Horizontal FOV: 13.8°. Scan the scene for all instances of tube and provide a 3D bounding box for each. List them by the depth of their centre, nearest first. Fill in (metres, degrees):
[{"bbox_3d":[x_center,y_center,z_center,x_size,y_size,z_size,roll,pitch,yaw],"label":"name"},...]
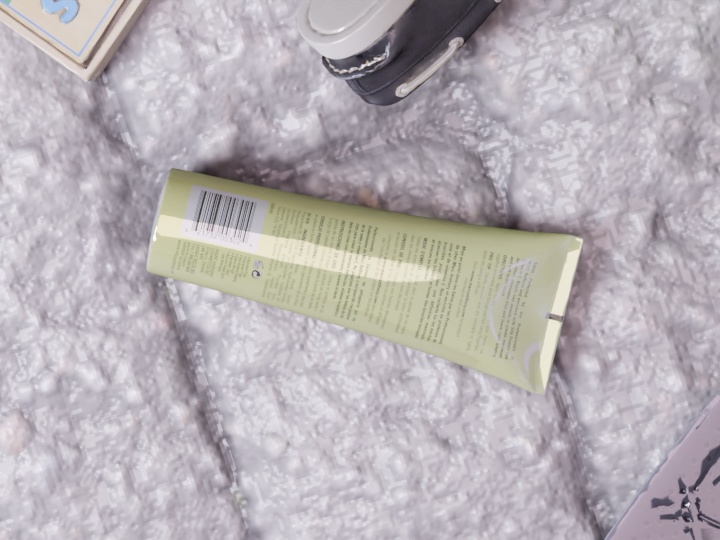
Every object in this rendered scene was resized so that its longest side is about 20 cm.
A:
[{"bbox_3d":[0.000,0.000,1.402,0.199,0.052,0.058,13,140,1],"label":"tube"}]

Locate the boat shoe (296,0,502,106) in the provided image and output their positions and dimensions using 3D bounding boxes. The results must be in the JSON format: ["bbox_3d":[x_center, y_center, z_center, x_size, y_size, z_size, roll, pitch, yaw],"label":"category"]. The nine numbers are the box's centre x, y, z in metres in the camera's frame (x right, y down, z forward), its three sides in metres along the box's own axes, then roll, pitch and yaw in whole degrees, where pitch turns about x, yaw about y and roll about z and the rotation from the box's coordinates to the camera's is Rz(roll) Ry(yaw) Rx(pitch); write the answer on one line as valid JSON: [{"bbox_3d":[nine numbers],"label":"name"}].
[{"bbox_3d":[0.058,-0.159,1.366,0.200,0.074,0.060,-48,132,-6],"label":"boat shoe"}]

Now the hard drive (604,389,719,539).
[{"bbox_3d":[0.192,0.131,1.398,0.135,0.042,0.200,36,99,0],"label":"hard drive"}]

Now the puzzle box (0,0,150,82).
[{"bbox_3d":[-0.125,-0.206,1.397,0.133,0.025,0.201,34,99,0],"label":"puzzle box"}]
